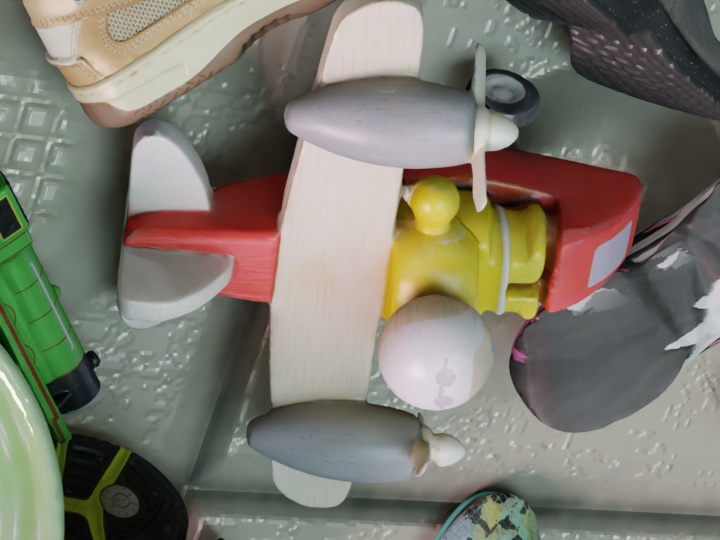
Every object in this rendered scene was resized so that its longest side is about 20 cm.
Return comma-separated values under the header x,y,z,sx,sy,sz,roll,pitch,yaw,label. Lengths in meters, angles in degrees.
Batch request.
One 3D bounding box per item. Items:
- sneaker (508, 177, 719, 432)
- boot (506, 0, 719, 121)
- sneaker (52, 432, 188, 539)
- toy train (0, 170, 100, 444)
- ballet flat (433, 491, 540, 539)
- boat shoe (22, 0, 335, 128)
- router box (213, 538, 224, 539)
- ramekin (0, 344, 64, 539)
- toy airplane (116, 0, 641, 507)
x,y,z,sx,sy,sz,roll,pitch,yaw,label
0.150,-0.004,1.227,0.200,0.086,0.080,-24,98,-1,sneaker
0.125,-0.143,1.131,0.200,0.070,0.132,35,73,-63,boot
-0.168,0.124,1.161,0.200,0.075,0.076,-13,147,-18,sneaker
-0.153,-0.006,1.096,0.056,0.042,0.200,-36,130,-17,toy train
0.045,0.200,1.309,0.074,0.074,0.200,6,116,-30,ballet flat
-0.035,-0.136,1.061,0.200,0.072,0.076,-35,113,-6,boat shoe
-0.108,0.170,1.140,0.149,0.200,0.051,-36,86,-3,router box
-0.217,0.091,1.040,0.200,0.098,0.200,0,89,-19,ramekin
0.000,0.000,1.110,0.199,0.141,0.200,-40,136,12,toy airplane
